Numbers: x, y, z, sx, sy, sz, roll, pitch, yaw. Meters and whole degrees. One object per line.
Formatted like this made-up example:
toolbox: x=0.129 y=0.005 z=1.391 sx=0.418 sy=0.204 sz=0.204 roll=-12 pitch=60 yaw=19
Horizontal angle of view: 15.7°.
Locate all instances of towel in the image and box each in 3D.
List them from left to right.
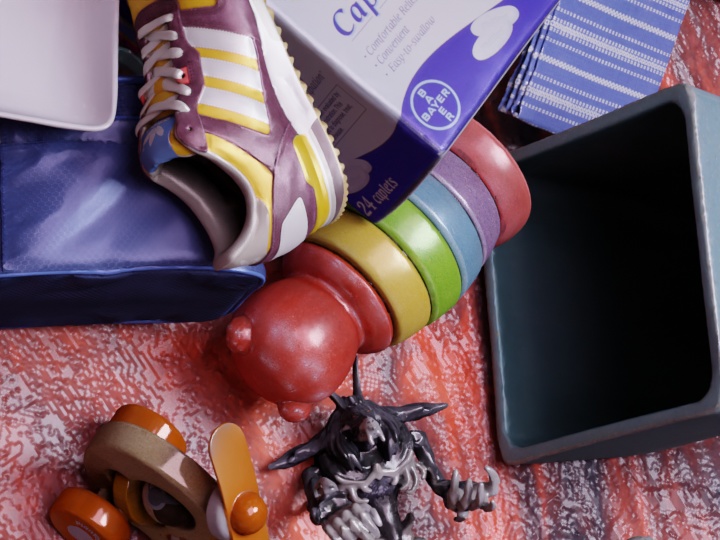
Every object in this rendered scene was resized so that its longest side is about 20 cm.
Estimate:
towel: x=0.164 y=-0.180 z=1.668 sx=0.145 sy=0.024 sz=0.201 roll=13 pitch=98 yaw=-50

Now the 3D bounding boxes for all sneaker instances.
sneaker: x=-0.087 y=-0.098 z=1.369 sx=0.090 sy=0.075 sz=0.200 roll=-30 pitch=88 yaw=-37

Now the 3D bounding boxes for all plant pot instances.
plant pot: x=0.215 y=0.015 z=1.624 sx=0.200 sy=0.196 sz=0.197 roll=7 pitch=72 yaw=-38

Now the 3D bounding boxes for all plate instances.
plate: x=-0.227 y=-0.162 z=1.393 sx=0.199 sy=0.032 sz=0.200 roll=7 pitch=58 yaw=-12

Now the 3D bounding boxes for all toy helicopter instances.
toy helicopter: x=-0.068 y=0.151 z=1.452 sx=0.200 sy=0.132 sz=0.079 roll=41 pitch=60 yaw=-13

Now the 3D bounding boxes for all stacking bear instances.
stacking bear: x=0.000 y=0.000 z=1.543 sx=0.200 sy=0.114 sz=0.122 roll=-46 pitch=117 yaw=-25

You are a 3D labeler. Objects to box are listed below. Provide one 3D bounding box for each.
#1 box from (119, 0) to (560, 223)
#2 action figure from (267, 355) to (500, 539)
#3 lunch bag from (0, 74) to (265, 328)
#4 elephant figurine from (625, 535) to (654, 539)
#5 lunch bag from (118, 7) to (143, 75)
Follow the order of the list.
box: x=-0.001 y=-0.168 z=1.488 sx=0.200 sy=0.105 sz=0.184 roll=39 pitch=61 yaw=-3
action figure: x=0.024 y=0.145 z=1.525 sx=0.119 sy=0.102 sz=0.201 roll=-19 pitch=87 yaw=-20
lunch bag: x=-0.140 y=-0.046 z=1.453 sx=0.199 sy=0.136 sz=0.133 roll=-1 pitch=77 yaw=-19
elephant figurine: x=0.208 y=0.267 z=1.568 sx=0.200 sy=0.155 sz=0.142 roll=38 pitch=39 yaw=-5
lunch bag: x=-0.083 y=-0.155 z=1.562 sx=0.200 sy=0.077 sz=0.161 roll=41 pitch=62 yaw=-13
